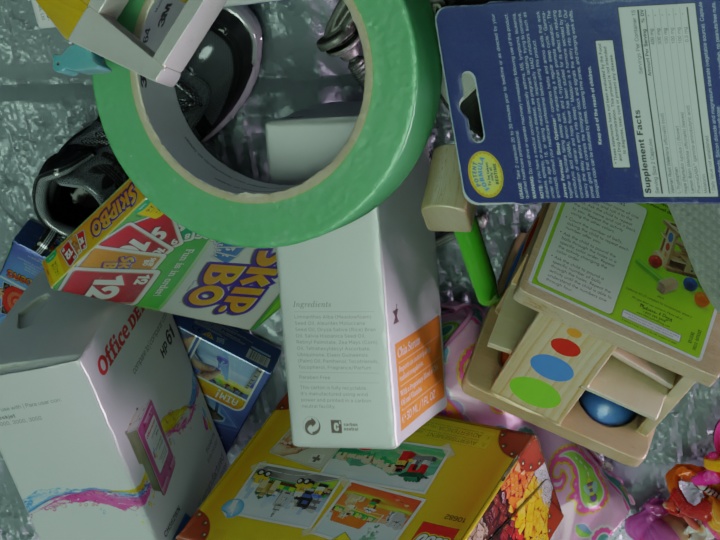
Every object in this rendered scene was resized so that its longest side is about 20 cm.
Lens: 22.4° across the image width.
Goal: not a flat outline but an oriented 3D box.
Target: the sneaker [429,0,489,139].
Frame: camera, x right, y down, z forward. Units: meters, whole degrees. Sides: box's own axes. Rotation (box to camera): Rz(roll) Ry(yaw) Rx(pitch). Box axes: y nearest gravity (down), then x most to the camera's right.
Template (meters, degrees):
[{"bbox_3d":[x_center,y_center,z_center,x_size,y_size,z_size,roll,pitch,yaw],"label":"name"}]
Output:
[{"bbox_3d":[0.060,-0.157,1.040,0.074,0.089,0.200,-30,84,-3],"label":"sneaker"}]

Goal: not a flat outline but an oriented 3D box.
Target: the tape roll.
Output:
[{"bbox_3d":[-0.054,-0.115,1.034,0.200,0.048,0.201,3,100,20],"label":"tape roll"}]

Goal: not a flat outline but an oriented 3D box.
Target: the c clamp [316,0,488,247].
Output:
[{"bbox_3d":[0.042,-0.104,1.153,0.171,0.027,0.200,-21,112,22],"label":"c clamp"}]

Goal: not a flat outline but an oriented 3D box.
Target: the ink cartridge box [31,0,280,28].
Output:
[{"bbox_3d":[-0.108,-0.228,1.090,0.199,0.076,0.137,-4,118,15],"label":"ink cartridge box"}]

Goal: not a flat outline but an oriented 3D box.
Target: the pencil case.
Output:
[{"bbox_3d":[0.101,0.113,1.229,0.087,0.087,0.200,-33,108,25],"label":"pencil case"}]

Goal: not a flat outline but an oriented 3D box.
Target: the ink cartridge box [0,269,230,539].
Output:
[{"bbox_3d":[-0.164,0.109,1.202,0.084,0.145,0.200,-11,116,18],"label":"ink cartridge box"}]

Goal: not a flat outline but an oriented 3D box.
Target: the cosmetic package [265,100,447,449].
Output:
[{"bbox_3d":[0.000,0.000,1.116,0.071,0.101,0.201,-1,101,22],"label":"cosmetic package"}]

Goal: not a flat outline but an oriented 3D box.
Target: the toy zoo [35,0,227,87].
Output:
[{"bbox_3d":[-0.116,-0.194,1.005,0.131,0.020,0.200,39,102,24],"label":"toy zoo"}]

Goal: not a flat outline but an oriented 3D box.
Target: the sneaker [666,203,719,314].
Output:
[{"bbox_3d":[0.225,-0.080,1.047,0.114,0.073,0.201,-21,93,-22],"label":"sneaker"}]

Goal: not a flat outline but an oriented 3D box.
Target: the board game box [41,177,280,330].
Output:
[{"bbox_3d":[-0.097,-0.007,1.164,0.095,0.200,0.030,-40,60,27],"label":"board game box"}]

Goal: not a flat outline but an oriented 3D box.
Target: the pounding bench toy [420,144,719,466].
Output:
[{"bbox_3d":[0.116,0.009,1.119,0.200,0.124,0.156,24,149,-1],"label":"pounding bench toy"}]

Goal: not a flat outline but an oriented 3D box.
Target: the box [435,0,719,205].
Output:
[{"bbox_3d":[0.142,-0.095,0.983,0.200,0.032,0.121,1,114,27],"label":"box"}]

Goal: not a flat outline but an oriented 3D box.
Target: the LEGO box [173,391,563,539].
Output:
[{"bbox_3d":[0.006,0.165,1.168,0.200,0.149,0.077,9,135,35],"label":"LEGO box"}]

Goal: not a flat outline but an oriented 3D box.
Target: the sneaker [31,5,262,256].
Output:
[{"bbox_3d":[-0.138,-0.083,1.152,0.075,0.114,0.200,40,119,-11],"label":"sneaker"}]

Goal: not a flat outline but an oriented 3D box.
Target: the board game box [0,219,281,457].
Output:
[{"bbox_3d":[-0.173,0.067,1.286,0.200,0.034,0.136,28,121,-4],"label":"board game box"}]

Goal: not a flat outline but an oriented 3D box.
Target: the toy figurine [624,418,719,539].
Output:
[{"bbox_3d":[0.246,0.186,1.223,0.184,0.150,0.200,-38,83,36],"label":"toy figurine"}]
